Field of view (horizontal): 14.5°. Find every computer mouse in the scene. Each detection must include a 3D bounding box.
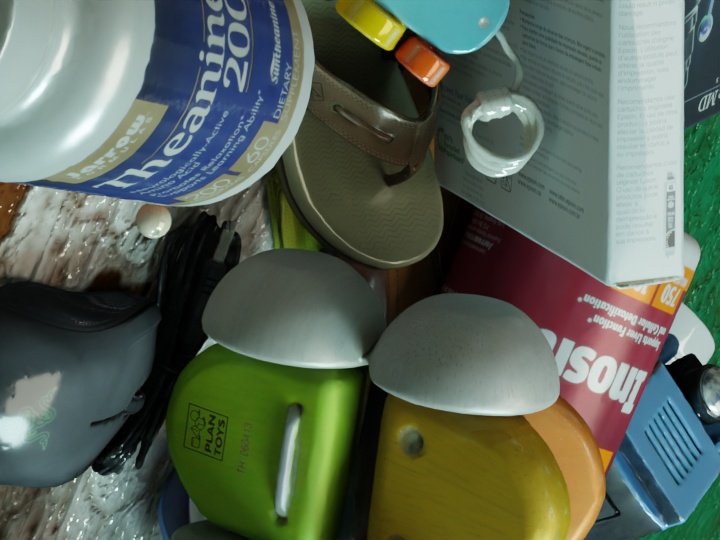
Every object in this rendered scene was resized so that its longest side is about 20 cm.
[{"bbox_3d":[-0.119,0.048,1.233,0.200,0.053,0.139,-8,125,-61],"label":"computer mouse"}]

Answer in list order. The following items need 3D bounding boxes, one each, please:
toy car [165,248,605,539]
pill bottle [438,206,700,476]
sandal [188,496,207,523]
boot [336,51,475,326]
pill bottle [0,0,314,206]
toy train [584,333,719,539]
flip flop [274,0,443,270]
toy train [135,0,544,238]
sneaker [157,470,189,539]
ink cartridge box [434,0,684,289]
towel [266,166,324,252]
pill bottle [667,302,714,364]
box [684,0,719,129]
[{"bbox_3d":[0.015,0.082,1.275,0.150,0.199,0.176,-23,124,-62],"label":"toy car"},{"bbox_3d":[0.080,0.056,1.393,0.113,0.113,0.201,17,96,-66],"label":"pill bottle"},{"bbox_3d":[-0.062,0.191,1.362,0.082,0.050,0.203,0,76,-73],"label":"sandal"},{"bbox_3d":[0.000,0.000,1.361,0.188,0.068,0.200,-47,157,-22],"label":"boot"},{"bbox_3d":[-0.107,-0.085,1.032,0.111,0.111,0.200,-64,156,9],"label":"pill bottle"},{"bbox_3d":[0.109,0.101,1.518,0.200,0.087,0.114,-21,-164,41],"label":"toy train"},{"bbox_3d":[0.004,-0.088,1.239,0.081,0.057,0.201,-27,122,-35],"label":"flip flop"},{"bbox_3d":[-0.025,-0.095,1.180,0.056,0.199,0.151,-118,-154,-70],"label":"toy train"},{"bbox_3d":[-0.047,0.153,1.467,0.200,0.082,0.074,36,67,-44],"label":"sneaker"},{"bbox_3d":[0.082,-0.113,1.213,0.040,0.200,0.201,-8,108,-19],"label":"ink cartridge box"},{"bbox_3d":[0.024,-0.082,1.407,0.200,0.018,0.086,-47,152,-26],"label":"towel"},{"bbox_3d":[0.119,0.100,1.676,0.200,0.120,0.120,-53,155,-15],"label":"pill bottle"},{"bbox_3d":[0.135,-0.176,1.377,0.148,0.107,0.201,-27,133,-51],"label":"box"}]
